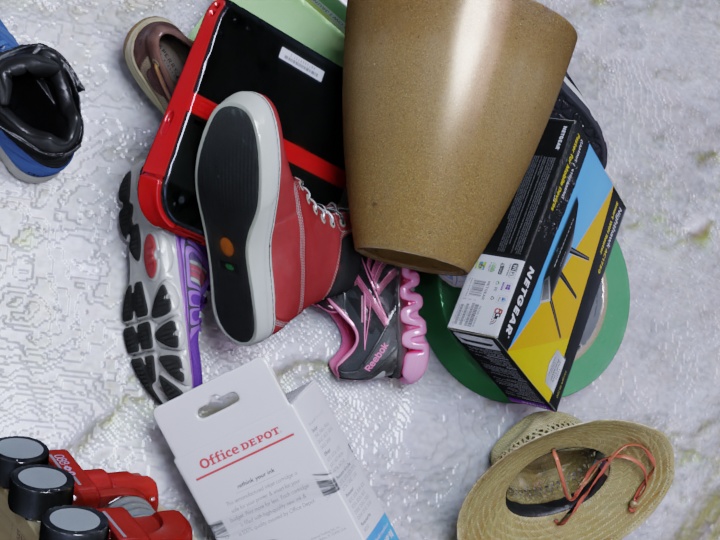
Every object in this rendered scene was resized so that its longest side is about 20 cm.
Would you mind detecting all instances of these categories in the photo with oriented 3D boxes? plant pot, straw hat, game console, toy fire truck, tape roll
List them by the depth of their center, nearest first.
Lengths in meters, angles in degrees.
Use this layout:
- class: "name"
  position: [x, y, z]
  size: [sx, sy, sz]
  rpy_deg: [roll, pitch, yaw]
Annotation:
- class: "toy fire truck"
  position: [-0.165, 0.206, 1.158]
  size: [0.199, 0.176, 0.130]
  rpy_deg: [-1, 109, -32]
- class: "plant pot"
  position: [0.060, -0.104, 1.231]
  size: [0.185, 0.186, 0.202]
  rpy_deg: [15, 83, -23]
- class: "game console"
  position: [-0.079, -0.097, 1.245]
  size: [0.199, 0.031, 0.178]
  rpy_deg: [24, 83, -49]
- class: "straw hat"
  position: [0.164, 0.170, 1.361]
  size: [0.199, 0.202, 0.085]
  rpy_deg: [5, 37, -25]
- class: "tape roll"
  position: [0.146, 0.017, 1.403]
  size: [0.199, 0.048, 0.202]
  rpy_deg: [5, 80, -26]

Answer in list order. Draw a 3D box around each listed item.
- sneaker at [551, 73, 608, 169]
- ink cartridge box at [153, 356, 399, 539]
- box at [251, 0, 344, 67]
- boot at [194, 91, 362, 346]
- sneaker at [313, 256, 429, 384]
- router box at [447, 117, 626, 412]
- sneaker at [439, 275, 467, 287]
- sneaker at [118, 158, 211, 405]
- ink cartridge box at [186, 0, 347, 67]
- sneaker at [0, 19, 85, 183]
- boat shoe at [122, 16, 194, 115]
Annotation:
- class: "sneaker"
  position: [0.167, -0.168, 1.431]
  size: [0.201, 0.071, 0.083]
  rpy_deg: [56, 26, -26]
- class: "ink cartridge box"
  position: [-0.063, 0.167, 1.230]
  size: [0.201, 0.115, 0.067]
  rpy_deg: [63, 21, -4]
- class: "box"
  position: [-0.003, -0.184, 1.372]
  size: [0.200, 0.036, 0.143]
  rpy_deg: [41, 67, -13]
- class: "boot"
  position: [-0.051, -0.057, 1.215]
  size: [0.144, 0.072, 0.202]
  rpy_deg: [-28, 129, -40]
- class: "sneaker"
  position: [0.000, 0.000, 1.320]
  size: [0.094, 0.079, 0.202]
  rpy_deg: [-7, 91, -12]
- class: "router box"
  position: [0.152, -0.005, 1.313]
  size: [0.149, 0.051, 0.201]
  rpy_deg: [47, 59, -52]
- class: "sneaker"
  position: [0.098, -0.086, 1.336]
  size: [0.071, 0.073, 0.202]
  rpy_deg: [9, 68, -9]
- class: "sneaker"
  position: [-0.138, 0.009, 1.252]
  size: [0.083, 0.080, 0.202]
  rpy_deg: [1, 84, -38]
- class: "ink cartridge box"
  position: [-0.033, -0.228, 1.320]
  size: [0.145, 0.048, 0.201]
  rpy_deg: [39, 66, -15]
- class: "sneaker"
  position: [-0.278, -0.163, 1.190]
  size: [0.077, 0.111, 0.201]
  rpy_deg: [-35, 97, -26]
- class: "boat shoe"
  position: [-0.111, -0.119, 1.270]
  size: [0.072, 0.072, 0.201]
  rpy_deg: [-42, 115, -16]
